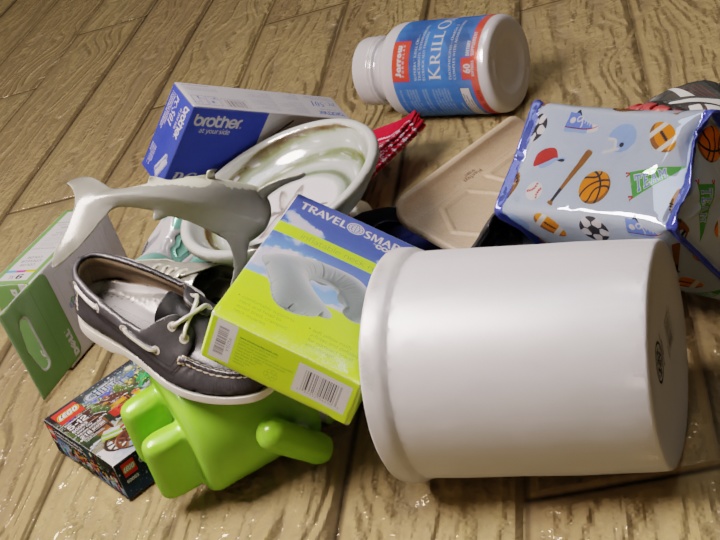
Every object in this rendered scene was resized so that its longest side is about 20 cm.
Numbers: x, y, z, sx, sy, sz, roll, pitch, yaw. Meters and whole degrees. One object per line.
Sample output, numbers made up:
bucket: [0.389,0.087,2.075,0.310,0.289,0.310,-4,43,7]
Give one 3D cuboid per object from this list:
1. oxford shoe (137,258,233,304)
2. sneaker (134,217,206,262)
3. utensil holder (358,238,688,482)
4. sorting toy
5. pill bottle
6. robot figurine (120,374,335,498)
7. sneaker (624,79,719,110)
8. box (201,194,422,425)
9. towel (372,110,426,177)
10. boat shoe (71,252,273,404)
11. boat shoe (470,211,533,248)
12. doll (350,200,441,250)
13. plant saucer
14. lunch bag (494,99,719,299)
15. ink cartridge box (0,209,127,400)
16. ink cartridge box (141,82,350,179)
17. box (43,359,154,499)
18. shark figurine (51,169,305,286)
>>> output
oxford shoe: [-0.170,0.019,1.177,0.197,0.058,0.076,7,66,22]
sneaker: [-0.197,0.009,1.314,0.201,0.077,0.140,-58,7,-27]
utensil holder: [0.120,0.064,0.923,0.197,0.172,0.171,-3,32,24]
sorting toy: [0.161,-0.051,1.198,0.184,0.037,0.199,-37,52,-28]
pill bottle: [0.091,-0.239,1.538,0.198,0.113,0.112,2,34,36]
robot figurine: [-0.091,0.098,1.052,0.198,0.117,0.176,-28,47,-15]
sneaker: [0.337,-0.135,1.232,0.097,0.072,0.200,-34,29,-21]
box: [-0.026,0.018,0.988,0.121,0.048,0.201,25,37,4]
towel: [-0.026,-0.102,1.427,0.144,0.023,0.200,-19,21,47]
boat shoe: [-0.143,0.039,0.994,0.198,0.061,0.074,24,50,32]
boat shoe: [0.132,-0.030,1.104,0.069,0.067,0.200,21,50,24]
doll: [0.020,-0.027,1.274,0.135,0.049,0.200,-25,28,-10]
plant saucer: [-0.066,-0.060,1.181,0.198,0.051,0.201,-21,32,14]
lunch bag: [0.233,-0.045,1.022,0.169,0.199,0.125,11,73,45]
ink cartridge box: [-0.312,0.031,1.330,0.058,0.105,0.201,-4,32,27]
ink cartridge box: [-0.110,-0.127,1.283,0.198,0.095,0.044,-2,40,-43]
box: [-0.167,0.110,1.165,0.199,0.038,0.136,-36,32,-27]
shark figurine: [-0.123,-0.031,1.008,0.127,0.091,0.213,-11,-8,38]
